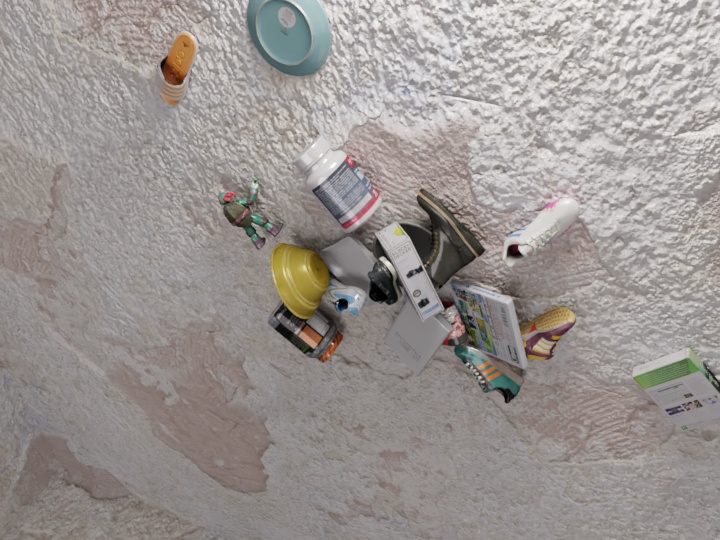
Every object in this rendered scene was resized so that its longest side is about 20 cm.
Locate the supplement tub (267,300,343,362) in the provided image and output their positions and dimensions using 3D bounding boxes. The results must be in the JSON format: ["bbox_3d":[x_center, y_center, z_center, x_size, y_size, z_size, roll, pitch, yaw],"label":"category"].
[{"bbox_3d":[-0.151,0.157,1.835,0.199,0.123,0.122,40,136,-7],"label":"supplement tub"}]

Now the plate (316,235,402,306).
[{"bbox_3d":[0.000,0.000,1.647,0.200,0.032,0.199,48,152,-12],"label":"plate"}]

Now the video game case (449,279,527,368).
[{"bbox_3d":[0.305,0.126,1.569,0.181,0.022,0.203,21,141,48],"label":"video game case"}]

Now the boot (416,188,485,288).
[{"bbox_3d":[0.163,-0.066,1.453,0.138,0.078,0.200,-43,100,13],"label":"boot"}]

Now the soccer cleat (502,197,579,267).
[{"bbox_3d":[0.371,-0.071,1.363,0.070,0.087,0.200,40,135,-8],"label":"soccer cleat"}]

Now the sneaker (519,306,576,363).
[{"bbox_3d":[0.439,0.154,1.531,0.090,0.075,0.199,43,144,-8],"label":"sneaker"}]

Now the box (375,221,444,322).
[{"bbox_3d":[0.111,0.002,1.495,0.059,0.117,0.202,-29,115,0],"label":"box"}]

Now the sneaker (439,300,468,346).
[{"bbox_3d":[0.179,0.134,1.673,0.199,0.067,0.110,-10,104,50],"label":"sneaker"}]

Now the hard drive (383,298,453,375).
[{"bbox_3d":[0.141,0.159,1.655,0.132,0.026,0.202,45,137,16],"label":"hard drive"}]

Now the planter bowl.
[{"bbox_3d":[-0.135,0.011,1.663,0.082,0.202,0.202,-22,116,23],"label":"planter bowl"}]

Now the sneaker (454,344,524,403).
[{"bbox_3d":[0.315,0.262,1.672,0.197,0.081,0.071,31,169,2],"label":"sneaker"}]

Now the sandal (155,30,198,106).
[{"bbox_3d":[-0.433,-0.458,1.514,0.079,0.060,0.207,36,136,-3],"label":"sandal"}]

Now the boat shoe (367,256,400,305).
[{"bbox_3d":[0.047,0.040,1.507,0.075,0.066,0.200,47,167,16],"label":"boat shoe"}]

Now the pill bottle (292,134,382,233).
[{"bbox_3d":[-0.054,-0.196,1.477,0.119,0.120,0.201,-27,111,42],"label":"pill bottle"}]

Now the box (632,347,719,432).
[{"bbox_3d":[0.733,0.272,1.488,0.200,0.037,0.144,45,135,-13],"label":"box"}]

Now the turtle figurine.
[{"bbox_3d":[-0.299,-0.151,1.680,0.148,0.102,0.200,-24,119,41],"label":"turtle figurine"}]

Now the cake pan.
[{"bbox_3d":[0.124,-0.040,1.568,0.196,0.037,0.203,16,133,17],"label":"cake pan"}]

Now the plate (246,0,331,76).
[{"bbox_3d":[-0.152,-0.491,1.349,0.196,0.026,0.203,17,134,18],"label":"plate"}]

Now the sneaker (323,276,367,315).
[{"bbox_3d":[-0.060,0.066,1.710,0.198,0.073,0.072,15,149,54],"label":"sneaker"}]
